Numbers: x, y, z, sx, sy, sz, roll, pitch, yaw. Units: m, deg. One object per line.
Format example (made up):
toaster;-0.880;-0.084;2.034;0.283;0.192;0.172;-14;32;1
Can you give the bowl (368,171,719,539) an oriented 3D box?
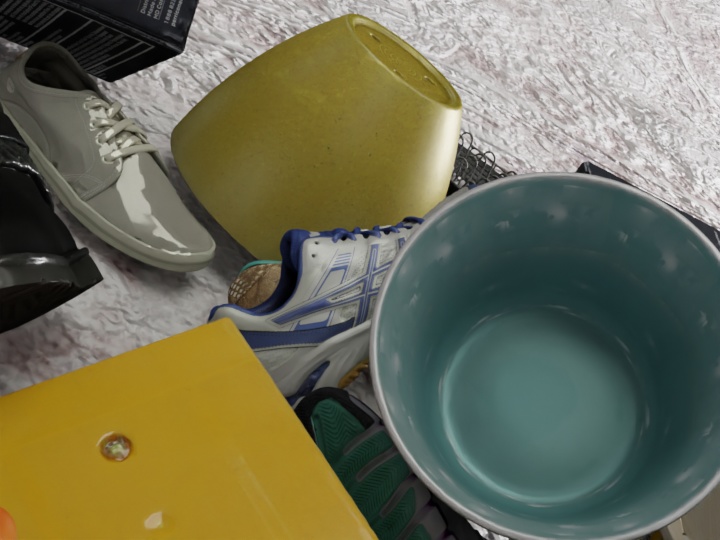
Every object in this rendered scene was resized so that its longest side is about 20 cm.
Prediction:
bowl;0.102;0.060;0.749;0.199;0.105;0.202;1;67;-1

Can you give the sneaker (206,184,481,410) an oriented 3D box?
sneaker;0.000;0.000;0.821;0.088;0.200;0.075;53;-18;-9

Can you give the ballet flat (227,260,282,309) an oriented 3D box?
ballet flat;0.013;0.037;0.897;0.198;0.071;0.066;2;48;-18

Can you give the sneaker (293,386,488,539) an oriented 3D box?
sneaker;0.034;0.151;0.761;0.201;0.074;0.087;55;21;19

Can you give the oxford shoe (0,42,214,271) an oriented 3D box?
oxford shoe;-0.165;-0.076;0.896;0.200;0.058;0.075;45;28;19

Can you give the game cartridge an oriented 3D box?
game cartridge;-0.091;0.124;0.633;0.175;0.033;0.200;-19;55;-26

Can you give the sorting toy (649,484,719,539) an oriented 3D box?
sorting toy;0.263;0.145;0.836;0.180;0.107;0.201;33;49;-33

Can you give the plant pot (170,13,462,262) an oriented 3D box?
plant pot;-0.010;-0.091;0.969;0.199;0.142;0.200;35;21;-15

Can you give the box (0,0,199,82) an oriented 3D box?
box;-0.217;-0.225;0.930;0.197;0.124;0.200;19;-6;-24

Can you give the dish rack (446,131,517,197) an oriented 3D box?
dish rack;0.082;-0.077;1.170;0.153;0.055;0.200;45;30;19

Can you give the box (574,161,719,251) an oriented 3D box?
box;0.241;0.024;1.119;0.199;0.105;0.148;26;29;-12

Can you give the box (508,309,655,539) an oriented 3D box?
box;0.153;0.125;0.849;0.158;0.048;0.201;7;62;-38

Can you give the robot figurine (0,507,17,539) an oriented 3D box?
robot figurine;-0.185;0.146;0.474;0.199;0.117;0.144;29;28;-7

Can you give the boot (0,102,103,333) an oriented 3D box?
boot;-0.206;-0.045;0.694;0.159;0.079;0.211;63;-3;-3
